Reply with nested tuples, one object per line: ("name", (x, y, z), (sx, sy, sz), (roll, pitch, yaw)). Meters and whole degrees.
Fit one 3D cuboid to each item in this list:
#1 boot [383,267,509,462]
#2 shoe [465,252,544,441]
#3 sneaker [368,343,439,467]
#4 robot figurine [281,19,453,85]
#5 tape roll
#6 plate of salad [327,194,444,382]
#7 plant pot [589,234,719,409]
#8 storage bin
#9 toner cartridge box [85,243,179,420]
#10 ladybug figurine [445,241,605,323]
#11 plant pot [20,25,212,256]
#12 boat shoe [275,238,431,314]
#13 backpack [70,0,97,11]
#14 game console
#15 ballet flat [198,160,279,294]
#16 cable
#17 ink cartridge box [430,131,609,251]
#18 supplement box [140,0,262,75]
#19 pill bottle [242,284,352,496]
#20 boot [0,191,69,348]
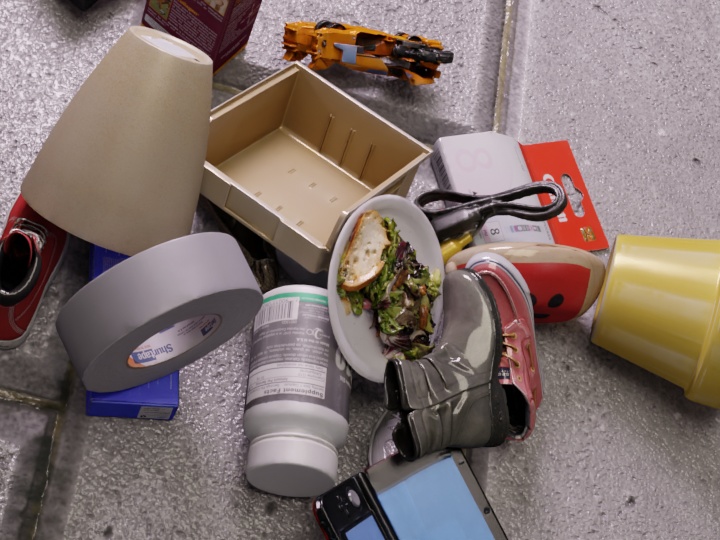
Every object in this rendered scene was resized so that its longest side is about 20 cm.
("boot", (0.083, 0.094, 1.595), (0.129, 0.068, 0.202), (0, 76, -33))
("shoe", (0.156, 0.085, 1.669), (0.071, 0.202, 0.091), (-9, 26, 18))
("sneaker", (0.066, 0.152, 1.663), (0.074, 0.082, 0.201), (25, 58, -4))
("robot figurine", (0.012, -0.264, 1.847), (0.198, 0.145, 0.059), (4, 103, -28))
("tape roll", (-0.197, 0.043, 1.512), (0.199, 0.201, 0.067), (-22, 73, -27))
("plate of salad", (0.038, 0.020, 1.637), (0.199, 0.048, 0.203), (-2, 92, -50))
("plant pot", (0.371, 0.043, 1.769), (0.187, 0.201, 0.202), (15, 58, 6))
("storage bin", (-0.061, -0.115, 1.703), (0.199, 0.094, 0.198), (35, 39, 15))
("toner cartridge box", (-0.243, 0.057, 1.633), (0.094, 0.043, 0.202), (6, 62, -17))
("ladybug figurine", (0.188, 0.017, 1.747), (0.198, 0.136, 0.073), (4, 70, -18))
("plant pot", (-0.232, -0.143, 1.592), (0.186, 0.202, 0.188), (23, 16, -7))
("boat shoe", (0.000, 0.000, 1.729), (0.198, 0.072, 0.066), (25, 54, -6))
("backpack", (-0.289, -0.423, 1.825), (0.199, 0.154, 0.163), (-25, 66, -41))
("game console", (0.065, 0.284, 1.550), (0.201, 0.118, 0.172), (62, 18, 6))
("ballet flat", (-0.142, -0.064, 1.728), (0.067, 0.046, 0.202), (-15, 69, -25))
("cable", (0.141, -0.065, 1.777), (0.198, 0.050, 0.098), (-18, 52, 6))
("ink cartridge box", (0.199, -0.093, 1.858), (0.198, 0.057, 0.164), (-11, 67, -18))
("supplement box", (-0.175, -0.329, 1.765), (0.110, 0.200, 0.086), (39, 58, 5))
("pill bottle", (-0.065, 0.128, 1.615), (0.112, 0.113, 0.202), (11, 61, -12))
("boot", (-0.343, -0.036, 1.589), (0.072, 0.145, 0.202), (15, 58, -8))
